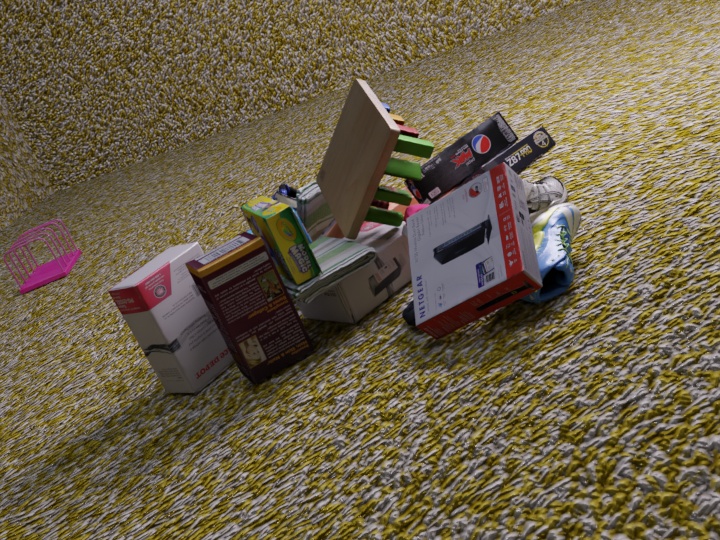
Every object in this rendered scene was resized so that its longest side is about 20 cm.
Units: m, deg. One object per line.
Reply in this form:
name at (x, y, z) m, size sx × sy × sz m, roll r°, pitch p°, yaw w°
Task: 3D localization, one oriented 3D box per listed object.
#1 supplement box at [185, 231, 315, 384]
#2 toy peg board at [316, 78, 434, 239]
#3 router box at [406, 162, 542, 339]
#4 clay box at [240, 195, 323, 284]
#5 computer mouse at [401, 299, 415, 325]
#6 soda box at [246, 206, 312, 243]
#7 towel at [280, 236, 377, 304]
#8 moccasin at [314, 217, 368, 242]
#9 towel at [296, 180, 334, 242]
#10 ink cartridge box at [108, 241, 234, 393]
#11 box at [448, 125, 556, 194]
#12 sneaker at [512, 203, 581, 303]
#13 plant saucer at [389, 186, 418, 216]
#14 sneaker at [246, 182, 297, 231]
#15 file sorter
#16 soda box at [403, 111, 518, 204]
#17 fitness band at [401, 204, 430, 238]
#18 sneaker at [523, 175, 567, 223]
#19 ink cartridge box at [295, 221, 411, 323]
supplement box at (-0.167, 0.056, 1.505) m, size 0.110 × 0.200 × 0.086 m, roll -29°, pitch 19°, yaw -16°
toy peg board at (0.026, -0.178, 1.633) m, size 0.098 × 0.200 × 0.199 m, roll 10°, pitch 29°, yaw -25°
router box at (0.154, -0.027, 1.387) m, size 0.179 × 0.049 × 0.200 m, roll -30°, pitch 44°, yaw 29°
clay box at (-0.123, -0.048, 1.532) m, size 0.048 × 0.115 × 0.200 m, roll -29°, pitch 17°, yaw -12°
computer mouse at (0.109, 0.038, 1.505) m, size 0.059 × 0.034 × 0.200 m, roll -39°, pitch 5°, yaw 28°
soda box at (-0.187, -0.030, 1.734) m, size 0.200 × 0.064 × 0.068 m, roll -29°, pitch 22°, yaw 1°
towel at (-0.072, -0.004, 1.580) m, size 0.149 × 0.031 × 0.200 m, roll -29°, pitch 18°, yaw -18°
moccasin at (-0.047, -0.030, 1.751) m, size 0.201 × 0.078 × 0.074 m, roll -53°, pitch -2°, yaw -13°
towel at (-0.049, -0.103, 1.832) m, size 0.149 × 0.200 × 0.031 m, roll -30°, pitch 57°, yaw -21°
ink cartridge box at (-0.286, 0.078, 1.590) m, size 0.084 × 0.200 × 0.145 m, roll -8°, pitch 24°, yaw 45°
box at (0.235, -0.164, 1.755) m, size 0.161 × 0.049 × 0.200 m, roll -36°, pitch -2°, yaw -27°
sneaker at (0.275, -0.016, 1.393) m, size 0.105 × 0.076 × 0.200 m, roll 16°, pitch 55°, yaw 47°
plant saucer at (0.114, -0.133, 1.945) m, size 0.200 × 0.032 × 0.200 m, roll -20°, pitch 19°, yaw 7°
sneaker at (-0.173, -0.124, 2.127) m, size 0.199 × 0.115 × 0.081 m, roll -18°, pitch 19°, yaw 15°
file sorter at (-0.879, -0.046, 2.732) m, size 0.139 × 0.125 × 0.200 m, roll -23°, pitch 19°, yaw 4°
soda box at (0.176, -0.192, 1.733) m, size 0.200 × 0.063 × 0.071 m, roll -35°, pitch -3°, yaw -11°
fitness band at (0.152, -0.057, 1.559) m, size 0.144 × 0.037 × 0.200 m, roll -4°, pitch 27°, yaw -34°
sneaker at (0.279, -0.124, 1.644) m, size 0.076 × 0.088 × 0.200 m, roll -9°, pitch 22°, yaw 41°
ink cartridge box at (0.000, 0.000, 1.640) m, size 0.200 × 0.085 × 0.146 m, roll -35°, pitch 22°, yaw -33°
